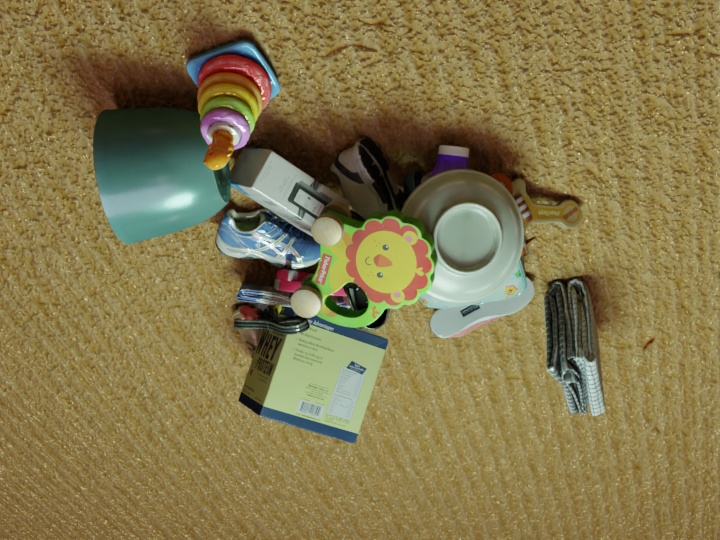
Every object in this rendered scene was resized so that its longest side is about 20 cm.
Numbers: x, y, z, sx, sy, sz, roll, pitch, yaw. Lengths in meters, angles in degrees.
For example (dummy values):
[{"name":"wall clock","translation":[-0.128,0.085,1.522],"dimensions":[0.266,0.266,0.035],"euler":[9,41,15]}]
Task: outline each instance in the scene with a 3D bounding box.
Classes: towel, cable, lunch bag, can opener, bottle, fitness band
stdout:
[{"name":"towel","translation":[0.378,0.139,1.722],"dimensions":[0.085,0.201,0.166],"euler":[-8,138,16]},{"name":"cable","translation":[-0.158,0.078,1.656],"dimensions":[0.097,0.051,0.200],"euler":[-13,-173,-22]},{"name":"lunch bag","translation":[0.183,-0.016,1.647],"dimensions":[0.199,0.077,0.161],"euler":[-9,137,15]},{"name":"can opener","translation":[0.111,-0.064,1.562],"dimensions":[0.066,0.052,0.201],"euler":[11,112,45]},{"name":"bottle","translation":[0.131,-0.089,1.488],"dimensions":[0.083,0.201,0.065],"euler":[5,-175,-6]},{"name":"towel","translation":[-0.117,0.045,1.721],"dimensions":[0.199,0.147,0.024],"euler":[8,97,-3]},{"name":"fitness band","translation":[-0.069,0.021,1.657],"dimensions":[0.143,0.038,0.200],"euler":[4,-179,-18]}]

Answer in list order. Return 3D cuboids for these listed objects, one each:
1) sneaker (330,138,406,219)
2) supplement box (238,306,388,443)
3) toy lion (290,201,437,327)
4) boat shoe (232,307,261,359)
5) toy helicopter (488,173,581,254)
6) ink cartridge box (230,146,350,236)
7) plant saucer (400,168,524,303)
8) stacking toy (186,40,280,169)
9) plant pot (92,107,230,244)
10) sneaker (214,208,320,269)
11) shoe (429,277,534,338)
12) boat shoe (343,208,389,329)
[{"name":"sneaker","translation":[0.024,-0.106,1.523],"dimensions":[0.080,0.074,0.201],"euler":[-19,102,39]},{"name":"supplement box","translation":[-0.086,0.182,1.773],"dimensions":[0.199,0.201,0.134],"euler":[20,176,-24]},{"name":"toy lion","translation":[0.012,-0.001,1.431],"dimensions":[0.191,0.069,0.201],"euler":[21,117,6]},{"name":"boat shoe","translation":[-0.183,0.144,1.876],"dimensions":[0.071,0.065,0.200],"euler":[-16,137,23]},{"name":"toy helicopter","translation":[0.264,-0.080,1.538],"dimensions":[0.199,0.133,0.079],"euler":[-1,173,-21]},{"name":"ink cartridge box","translation":[-0.099,-0.113,1.520],"dimensions":[0.200,0.068,0.116],"euler":[32,174,-30]},{"name":"plant saucer","translation":[0.153,-0.049,1.437],"dimensions":[0.199,0.201,0.050],"euler":[13,-177,-11]},{"name":"stacking toy","translation":[-0.184,-0.211,1.346],"dimensions":[0.115,0.201,0.110],"euler":[-15,137,19]},{"name":"plant pot","translation":[-0.283,-0.150,1.439],"dimensions":[0.160,0.201,0.201],"euler":[-9,139,5]},{"name":"sneaker","translation":[-0.143,-0.056,1.625],"dimensions":[0.199,0.076,0.077],"euler":[4,138,-8]},{"name":"shoe","translation":[0.217,0.065,1.756],"dimensions":[0.199,0.072,0.091],"euler":[-25,174,2]},{"name":"boat shoe","translation":[0.003,-0.001,1.505],"dimensions":[0.073,0.063,0.202],"euler":[-17,120,-4]}]
